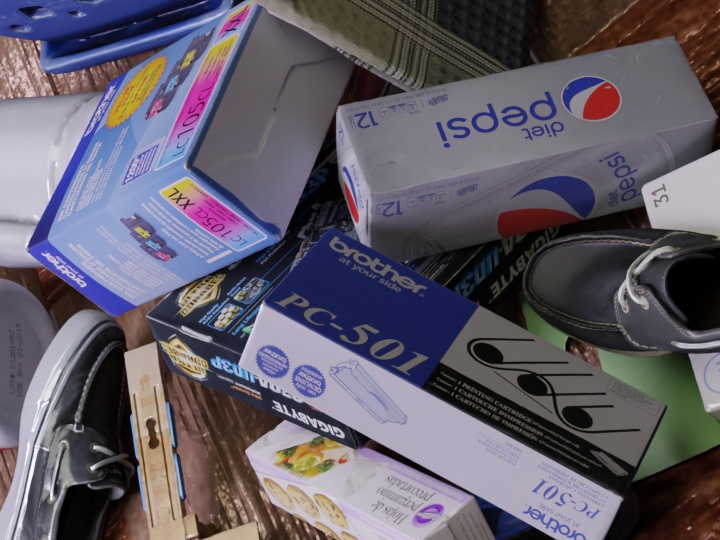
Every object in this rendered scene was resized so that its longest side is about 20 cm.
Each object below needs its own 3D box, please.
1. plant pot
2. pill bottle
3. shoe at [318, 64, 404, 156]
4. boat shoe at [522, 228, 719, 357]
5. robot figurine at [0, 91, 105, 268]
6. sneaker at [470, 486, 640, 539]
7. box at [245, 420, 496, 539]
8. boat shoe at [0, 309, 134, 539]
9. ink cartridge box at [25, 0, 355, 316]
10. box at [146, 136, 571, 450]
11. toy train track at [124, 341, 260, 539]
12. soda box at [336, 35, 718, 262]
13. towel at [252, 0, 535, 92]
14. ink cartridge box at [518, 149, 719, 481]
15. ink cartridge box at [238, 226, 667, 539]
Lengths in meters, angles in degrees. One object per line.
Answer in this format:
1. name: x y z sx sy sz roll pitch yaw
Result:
1. plant pot: -0.181 -0.256 1.420 0.198 0.180 0.202 -13 58 31
2. pill bottle: -0.302 0.076 1.371 0.198 0.109 0.110 -13 58 30
3. shoe: -0.049 -0.070 1.280 0.071 0.091 0.201 20 79 41
4. boat shoe: 0.161 0.006 1.043 0.199 0.067 0.072 9 74 40
5. robot figurine: -0.187 -0.059 1.359 0.198 0.114 0.170 0 37 37
6. sneaker: 0.053 0.141 1.108 0.199 0.066 0.079 -28 48 21
7. box: 0.002 0.121 1.095 0.039 0.042 0.199 -36 25 -19
8. boat shoe: -0.173 0.127 1.286 0.070 0.072 0.202 11 82 30
9. ink cartridge box: -0.108 -0.060 1.195 0.199 0.076 0.137 -25 36 48
10. box: 0.000 0.000 1.184 0.158 0.046 0.200 18 52 40
11. toy train track: -0.111 0.141 1.240 0.114 0.033 0.202 -19 63 16
12. soda box: 0.089 -0.065 1.132 0.198 0.064 0.069 -13 53 -10
13. towel: 0.019 -0.178 1.206 0.034 0.199 0.194 -36 34 42
14. ink cartridge box: 0.175 0.021 1.099 0.199 0.048 0.147 -25 54 20
15. ink cartridge box: 0.048 0.058 1.042 0.199 0.094 0.044 28 123 9
